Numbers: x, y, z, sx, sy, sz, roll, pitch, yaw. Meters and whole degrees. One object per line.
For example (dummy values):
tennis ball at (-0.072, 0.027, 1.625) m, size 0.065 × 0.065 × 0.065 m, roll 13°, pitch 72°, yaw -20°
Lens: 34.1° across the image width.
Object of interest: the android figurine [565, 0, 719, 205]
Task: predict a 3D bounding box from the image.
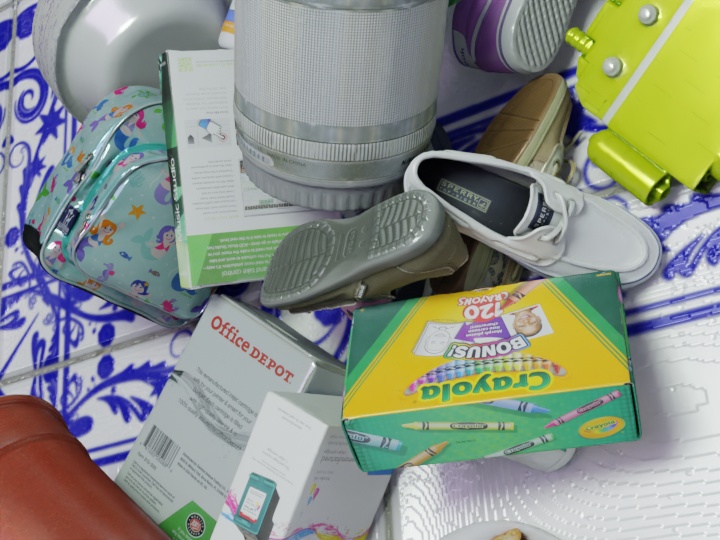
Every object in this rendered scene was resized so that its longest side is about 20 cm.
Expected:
android figurine at (0.238, -0.142, 0.864) m, size 0.200 × 0.041 × 0.182 m, roll 46°, pitch 114°, yaw 27°

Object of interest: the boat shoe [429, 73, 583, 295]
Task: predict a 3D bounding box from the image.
boat shoe at (0.122, -0.060, 0.938) m, size 0.200 × 0.063 × 0.073 m, roll -64°, pitch 25°, yaw -3°

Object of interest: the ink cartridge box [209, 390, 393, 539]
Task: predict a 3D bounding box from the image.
ink cartridge box at (-0.051, 0.200, 0.920) m, size 0.067 × 0.116 × 0.200 m, roll 25°, pitch 97°, yaw 35°

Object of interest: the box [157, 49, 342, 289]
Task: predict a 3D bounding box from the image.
box at (-0.092, -0.090, 1.010) m, size 0.036 × 0.144 × 0.200 m, roll 176°, pitch 88°, yaw -67°

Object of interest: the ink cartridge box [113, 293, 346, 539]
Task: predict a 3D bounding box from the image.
ink cartridge box at (-0.104, 0.141, 1.008) m, size 0.147 × 0.083 × 0.200 m, roll 32°, pitch 95°, yaw 39°

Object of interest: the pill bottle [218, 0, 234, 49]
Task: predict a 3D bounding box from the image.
pill bottle at (-0.048, -0.282, 1.086) m, size 0.112 × 0.112 × 0.200 m, roll 25°, pitch 97°, yaw 39°

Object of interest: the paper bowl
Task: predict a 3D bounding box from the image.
paper bowl at (-0.204, -0.216, 1.132) m, size 0.201 × 0.201 × 0.104 m, roll -50°, pitch 52°, yaw 11°

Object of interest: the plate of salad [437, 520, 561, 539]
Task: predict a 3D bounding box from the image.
plate of salad at (0.092, 0.279, 0.840) m, size 0.200 × 0.048 × 0.200 m, roll -13°, pitch 67°, yaw 32°

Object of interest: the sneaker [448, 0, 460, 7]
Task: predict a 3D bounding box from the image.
sneaker at (0.058, -0.268, 1.026) m, size 0.083 × 0.074 × 0.200 m, roll -9°, pitch 35°, yaw 2°

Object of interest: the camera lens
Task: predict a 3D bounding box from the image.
camera lens at (-0.017, -0.167, 0.896) m, size 0.160 × 0.160 × 0.200 m, roll 36°, pitch 134°, yaw 39°

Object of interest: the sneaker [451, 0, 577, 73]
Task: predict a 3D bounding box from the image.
sneaker at (0.139, -0.256, 0.982) m, size 0.114 × 0.073 × 0.201 m, roll 14°, pitch 70°, yaw 58°

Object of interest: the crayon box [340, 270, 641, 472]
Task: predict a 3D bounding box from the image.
crayon box at (0.092, 0.071, 0.839) m, size 0.200 × 0.058 × 0.119 m, roll -9°, pitch 38°, yaw 13°

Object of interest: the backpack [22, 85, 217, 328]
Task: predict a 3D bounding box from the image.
backpack at (-0.190, -0.063, 1.077) m, size 0.151 × 0.177 × 0.200 m, roll 24°, pitch 86°, yaw 55°

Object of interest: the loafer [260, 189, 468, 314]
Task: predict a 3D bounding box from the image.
loafer at (0.000, 0.000, 0.890) m, size 0.200 × 0.070 × 0.075 m, roll -15°, pitch 50°, yaw 46°

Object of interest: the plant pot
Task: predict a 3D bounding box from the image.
plant pot at (-0.253, 0.234, 0.949) m, size 0.195 × 0.201 × 0.201 m, roll 29°, pitch 92°, yaw 29°

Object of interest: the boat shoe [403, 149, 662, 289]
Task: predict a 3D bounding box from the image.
boat shoe at (0.126, -0.036, 0.859) m, size 0.200 × 0.065 × 0.074 m, roll 16°, pitch 87°, yaw 4°

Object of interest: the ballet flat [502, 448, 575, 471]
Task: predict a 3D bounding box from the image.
ballet flat at (0.072, 0.101, 0.906) m, size 0.200 × 0.069 × 0.070 m, roll 17°, pitch 85°, yaw 39°

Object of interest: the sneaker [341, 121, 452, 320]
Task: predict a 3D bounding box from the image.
sneaker at (0.028, -0.045, 0.978) m, size 0.070 × 0.082 × 0.200 m, roll -6°, pitch 70°, yaw 38°
